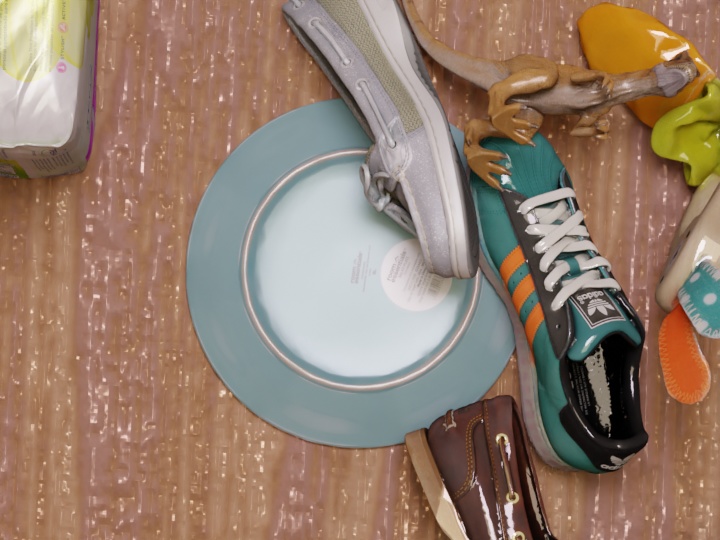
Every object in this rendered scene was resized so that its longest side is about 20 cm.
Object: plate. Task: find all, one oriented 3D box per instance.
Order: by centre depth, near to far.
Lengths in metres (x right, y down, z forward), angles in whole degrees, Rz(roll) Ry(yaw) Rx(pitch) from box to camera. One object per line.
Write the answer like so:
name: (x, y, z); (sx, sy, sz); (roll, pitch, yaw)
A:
plate: (0.000, 0.000, 1.217); (0.199, 0.026, 0.201); (0, 86, -3)

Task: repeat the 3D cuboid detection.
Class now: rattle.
rattle: (0.159, -0.045, 1.160); (0.143, 0.130, 0.200); (38, 63, -12)

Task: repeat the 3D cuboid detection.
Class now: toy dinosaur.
toy dinosaur: (0.086, -0.101, 1.183); (0.199, 0.061, 0.106); (14, 45, 24)

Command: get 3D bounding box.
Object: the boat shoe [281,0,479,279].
boat shoe: (0.014, -0.078, 1.180); (0.064, 0.074, 0.203); (-21, 66, 3)

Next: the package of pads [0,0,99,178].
package of pads: (-0.174, -0.155, 1.151); (0.068, 0.155, 0.201); (2, 87, -3)

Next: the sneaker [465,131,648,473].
sneaker: (0.117, 0.013, 1.187); (0.071, 0.080, 0.201); (-17, 91, -26)

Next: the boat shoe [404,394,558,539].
boat shoe: (0.091, 0.167, 1.182); (0.070, 0.070, 0.201); (-22, 84, 6)
